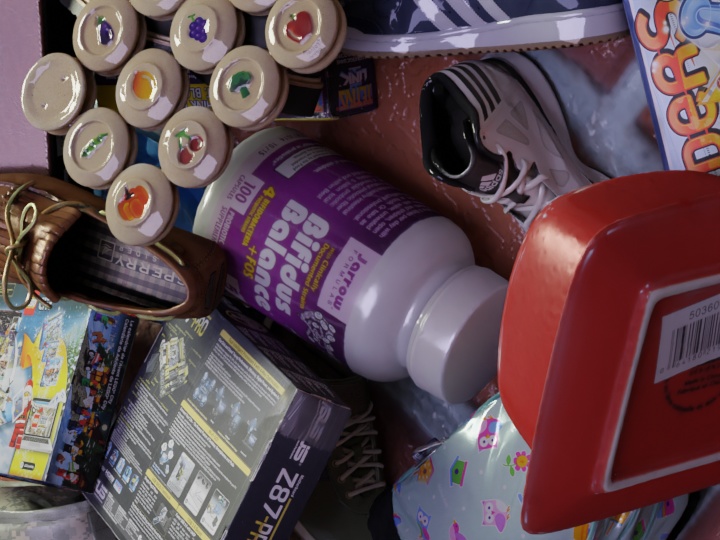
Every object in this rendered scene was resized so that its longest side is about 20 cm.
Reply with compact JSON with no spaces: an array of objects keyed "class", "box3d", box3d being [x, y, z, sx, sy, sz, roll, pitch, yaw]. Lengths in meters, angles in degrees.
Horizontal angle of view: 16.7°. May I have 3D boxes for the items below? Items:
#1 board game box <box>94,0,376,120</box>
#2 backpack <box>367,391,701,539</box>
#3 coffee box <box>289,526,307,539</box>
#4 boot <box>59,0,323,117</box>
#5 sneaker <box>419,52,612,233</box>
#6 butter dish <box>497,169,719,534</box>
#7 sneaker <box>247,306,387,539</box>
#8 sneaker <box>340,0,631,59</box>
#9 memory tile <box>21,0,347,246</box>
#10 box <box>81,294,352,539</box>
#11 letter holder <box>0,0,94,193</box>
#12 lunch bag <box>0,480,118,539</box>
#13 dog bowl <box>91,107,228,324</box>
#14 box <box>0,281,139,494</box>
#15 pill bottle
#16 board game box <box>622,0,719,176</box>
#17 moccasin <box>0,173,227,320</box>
[{"class":"board game box","box3d":[-0.088,-0.182,1.589,0.199,0.057,0.167,3,104,36]},{"class":"backpack","box3d":[0.106,0.148,1.471,0.200,0.126,0.167,-45,70,31]},{"class":"coffee box","box3d":[-0.034,0.241,1.602,0.080,0.114,0.201,-41,74,34]},{"class":"boot","box3d":[-0.088,-0.192,1.519,0.199,0.077,0.139,24,103,26]},{"class":"sneaker","box3d":[0.097,-0.037,1.444,0.076,0.115,0.201,-43,74,34]},{"class":"butter dish","box3d":[0.147,0.020,1.354,0.148,0.199,0.201,42,132,42]},{"class":"sneaker","box3d":[-0.023,0.103,1.592,0.201,0.067,0.090,57,131,17]},{"class":"sneaker","box3d":[0.065,-0.186,1.463,0.199,0.070,0.109,-1,104,30]},{"class":"memory tile","box3d":[-0.110,-0.126,1.473,0.200,0.017,0.154,-46,62,16]},{"class":"box","box3d":[-0.095,0.114,1.533,0.162,0.049,0.200,-65,30,7]},{"class":"letter holder","box3d":[-0.259,-0.123,1.606,0.141,0.101,0.201,0,100,8]},{"class":"lunch bag","box3d":[-0.229,0.236,1.745,0.199,0.117,0.165,-3,97,42]},{"class":"dog bowl","box3d":[-0.155,-0.043,1.672,0.199,0.049,0.112,30,116,28]},{"class":"box","box3d":[-0.223,0.076,1.678,0.200,0.038,0.137,1,74,59]},{"class":"pill bottle","box3d":[0.000,0.000,1.527,0.199,0.112,0.113,31,116,28]},{"class":"board game box","box3d":[0.229,-0.099,1.383,0.135,0.034,0.201,-14,92,38]},{"class":"moccasin","box3d":[-0.184,-0.010,1.517,0.200,0.078,0.074,22,104,16]}]
